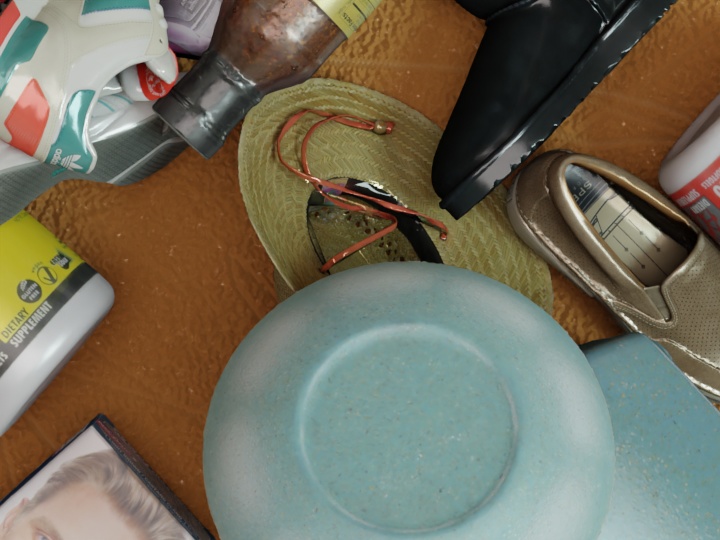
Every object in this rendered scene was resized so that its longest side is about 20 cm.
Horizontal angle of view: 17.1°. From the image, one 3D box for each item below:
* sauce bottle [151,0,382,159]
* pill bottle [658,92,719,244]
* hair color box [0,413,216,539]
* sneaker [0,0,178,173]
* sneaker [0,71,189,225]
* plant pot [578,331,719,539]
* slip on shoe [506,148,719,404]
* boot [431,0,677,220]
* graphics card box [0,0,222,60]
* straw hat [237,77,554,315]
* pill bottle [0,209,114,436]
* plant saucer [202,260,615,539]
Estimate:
[{"bbox_3d":[-0.027,-0.144,1.233,0.066,0.066,0.200,45,91,-2],"label":"sauce bottle"},{"bbox_3d":[0.266,-0.023,1.278,0.200,0.116,0.116,43,92,-1],"label":"pill bottle"},{"bbox_3d":[-0.186,0.182,1.318,0.200,0.061,0.100,-42,92,1],"label":"hair color box"},{"bbox_3d":[-0.125,-0.134,1.226,0.093,0.070,0.200,34,62,-7],"label":"sneaker"},{"bbox_3d":[-0.158,-0.083,1.264,0.080,0.200,0.070,53,137,19],"label":"sneaker"},{"bbox_3d":[0.107,0.140,1.256,0.200,0.196,0.196,-44,92,-8],"label":"plant pot"},{"bbox_3d":[0.170,0.003,1.294,0.200,0.061,0.076,41,70,-6],"label":"slip on shoe"},{"bbox_3d":[0.063,-0.148,1.288,0.162,0.073,0.198,43,81,-2],"label":"boot"},{"bbox_3d":[-0.138,-0.185,1.305,0.200,0.051,0.126,10,93,-1],"label":"graphics card box"},{"bbox_3d":[0.000,0.000,1.291,0.201,0.201,0.085,40,130,-2],"label":"straw hat"},{"bbox_3d":[-0.240,-0.010,1.282,0.200,0.112,0.112,40,92,-2],"label":"pill bottle"},{"bbox_3d":[0.023,0.081,1.143,0.201,0.039,0.201,0,67,0],"label":"plant saucer"}]
